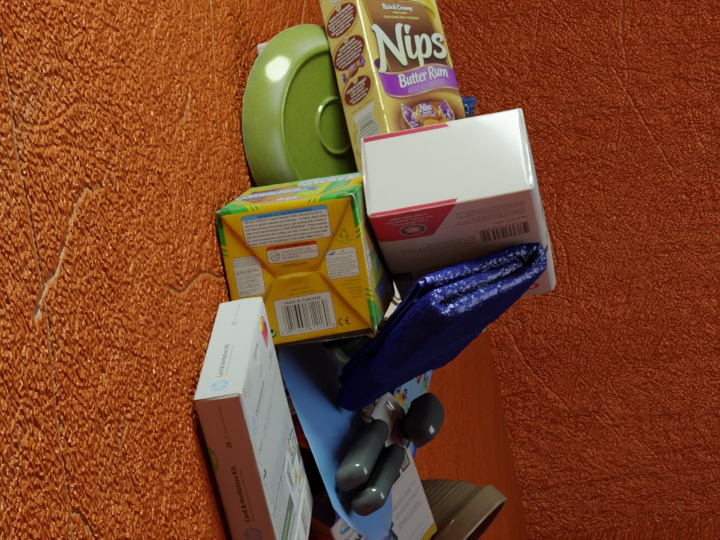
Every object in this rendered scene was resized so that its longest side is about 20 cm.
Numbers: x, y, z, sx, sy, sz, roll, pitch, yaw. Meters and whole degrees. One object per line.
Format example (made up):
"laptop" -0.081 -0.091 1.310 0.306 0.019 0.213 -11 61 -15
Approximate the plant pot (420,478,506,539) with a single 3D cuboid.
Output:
"plant pot" 0.061 0.295 1.815 0.093 0.201 0.201 40 1 12

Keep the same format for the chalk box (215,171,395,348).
"chalk box" -0.042 -0.017 1.481 0.200 0.123 0.125 -62 142 -78

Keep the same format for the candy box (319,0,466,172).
"candy box" 0.035 -0.181 1.595 0.116 0.056 0.202 6 61 -42

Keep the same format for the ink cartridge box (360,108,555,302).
"ink cartridge box" 0.090 -0.047 1.484 0.200 0.143 0.085 66 17 -61

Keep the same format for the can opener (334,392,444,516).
"can opener" 0.030 0.153 1.498 0.054 0.067 0.200 56 17 -7

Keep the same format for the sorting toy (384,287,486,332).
"sorting toy" 0.063 -0.039 1.657 0.199 0.036 0.187 9 85 -43

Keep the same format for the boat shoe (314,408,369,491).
"boat shoe" -0.020 0.149 1.635 0.201 0.067 0.072 72 13 -47

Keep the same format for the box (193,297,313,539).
"box" -0.082 0.147 1.328 0.156 0.041 0.202 -83 164 -63

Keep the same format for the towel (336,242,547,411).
"towel" 0.067 0.045 1.480 0.050 0.147 0.200 56 -37 11

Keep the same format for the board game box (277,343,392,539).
"board game box" -0.035 0.153 1.494 0.201 0.039 0.158 68 17 11

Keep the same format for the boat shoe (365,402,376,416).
"boat shoe" 0.001 0.168 1.744 0.068 0.071 0.202 35 44 -77

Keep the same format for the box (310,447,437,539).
"box" 0.010 0.240 1.634 0.119 0.041 0.201 -48 143 -23

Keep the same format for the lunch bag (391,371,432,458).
"lunch bag" 0.018 0.178 1.869 0.151 0.093 0.202 64 32 -67

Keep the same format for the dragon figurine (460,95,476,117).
"dragon figurine" 0.058 -0.111 1.717 0.200 0.058 0.100 -44 131 -41

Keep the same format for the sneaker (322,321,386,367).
"sneaker" 0.010 0.055 1.684 0.078 0.077 0.200 32 26 -13

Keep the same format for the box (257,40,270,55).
"box" -0.035 -0.145 1.722 0.095 0.102 0.202 -57 138 -77

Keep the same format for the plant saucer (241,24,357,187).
"plant saucer" -0.032 -0.138 1.607 0.199 0.031 0.202 2 87 -48
